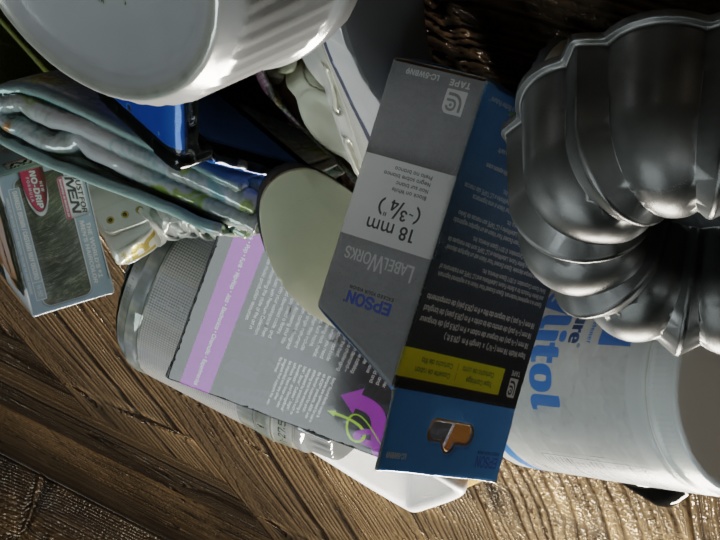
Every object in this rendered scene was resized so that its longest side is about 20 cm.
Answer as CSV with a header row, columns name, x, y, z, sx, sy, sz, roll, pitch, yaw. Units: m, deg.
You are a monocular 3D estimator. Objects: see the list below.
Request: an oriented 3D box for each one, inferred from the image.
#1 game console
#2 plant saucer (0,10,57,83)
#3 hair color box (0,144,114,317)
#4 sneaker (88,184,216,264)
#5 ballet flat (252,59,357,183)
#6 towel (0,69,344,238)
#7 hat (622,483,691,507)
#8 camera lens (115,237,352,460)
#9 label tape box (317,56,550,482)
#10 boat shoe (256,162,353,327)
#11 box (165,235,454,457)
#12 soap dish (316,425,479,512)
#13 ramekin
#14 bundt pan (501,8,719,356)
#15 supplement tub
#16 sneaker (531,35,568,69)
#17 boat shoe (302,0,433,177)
name,x,y,z,sx,sy,sz,roll,pitch,yaw
game console,-0.115,-0.148,1.020,0.200,0.118,0.172,40,140,38
plant saucer,-0.278,-0.189,1.190,0.199,0.048,0.200,21,159,39
hair color box,-0.233,-0.045,1.194,0.200,0.060,0.100,-149,45,-65
sneaker,-0.119,-0.032,1.198,0.200,0.116,0.074,35,162,26
ballet flat,0.011,-0.072,1.011,0.200,0.071,0.069,39,115,-16
towel,-0.120,-0.081,1.101,0.199,0.048,0.171,26,-161,16
hat,0.207,0.118,1.193,0.200,0.081,0.201,28,160,11
camera lens,-0.072,0.035,1.287,0.199,0.161,0.160,25,161,15
label tape box,0.046,0.004,0.900,0.063,0.201,0.144,17,180,32
boat shoe,0.000,0.000,1.041,0.200,0.071,0.063,47,-165,-35
box,-0.017,0.046,1.152,0.199,0.036,0.144,22,120,-3
soap dish,0.031,0.144,1.531,0.157,0.081,0.200,32,161,-4
ramekin,-0.101,-0.170,0.793,0.202,0.094,0.203,23,134,26
bundt pan,0.161,-0.027,0.796,0.200,0.076,0.202,9,145,6
supplement tub,0.168,0.065,1.039,0.132,0.132,0.200,40,158,-26
sneaker,0.147,-0.040,0.898,0.082,0.070,0.200,20,160,32
boat shoe,-0.002,-0.117,0.897,0.070,0.071,0.200,16,147,33
